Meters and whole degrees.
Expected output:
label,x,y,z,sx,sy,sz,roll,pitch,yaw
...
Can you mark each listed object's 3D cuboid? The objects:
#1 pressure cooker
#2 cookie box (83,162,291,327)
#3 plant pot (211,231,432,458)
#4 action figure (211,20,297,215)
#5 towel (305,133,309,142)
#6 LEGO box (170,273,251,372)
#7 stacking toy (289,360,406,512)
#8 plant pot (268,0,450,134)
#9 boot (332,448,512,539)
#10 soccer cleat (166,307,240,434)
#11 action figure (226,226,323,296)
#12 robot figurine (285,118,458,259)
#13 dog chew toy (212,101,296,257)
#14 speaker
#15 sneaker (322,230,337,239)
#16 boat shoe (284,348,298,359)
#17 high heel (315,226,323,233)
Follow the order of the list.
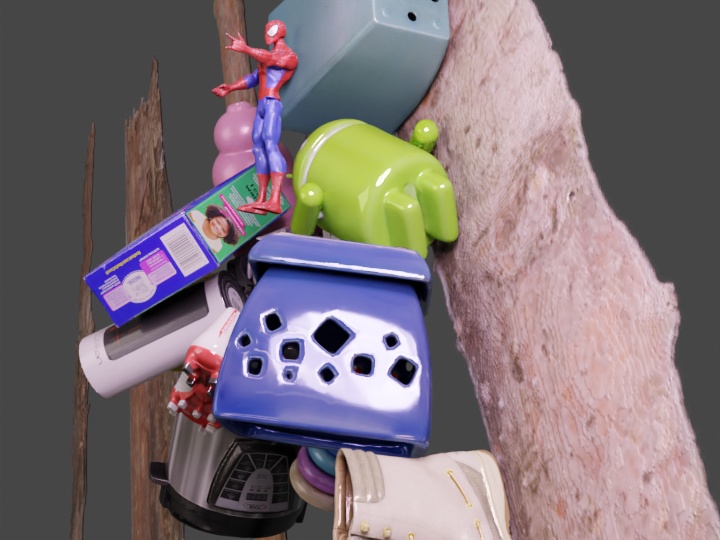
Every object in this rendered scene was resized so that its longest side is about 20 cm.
label,x,y,z,sx,sy,sz,roll,pitch,yaw
pressure cooker,-0.135,0.217,1.483,0.174,0.178,0.202,22,108,27
cookie box,-0.196,-0.034,1.481,0.170,0.076,0.200,-29,9,30
plant pot,-0.023,0.073,1.208,0.200,0.197,0.182,83,-166,-76
action figure,-0.118,-0.166,1.323,0.065,0.098,0.203,-1,80,59
towel,-0.036,-0.189,1.550,0.147,0.024,0.203,-162,70,-66
LEGO box,-0.184,0.068,1.645,0.149,0.198,0.078,-125,47,-59
stacking toy,-0.005,0.156,1.353,0.202,0.084,0.086,-66,28,26
plant pot,0.007,-0.245,1.351,0.200,0.140,0.143,-34,53,56
boot,0.056,0.241,1.069,0.072,0.153,0.202,122,147,-46
soccer cleat,-0.151,0.106,1.313,0.086,0.068,0.200,-59,-4,-28
action figure,-0.088,-0.009,1.516,0.200,0.129,0.070,-35,61,58
robot figurine,0.010,-0.081,1.279,0.199,0.175,0.117,31,145,45
dog chew toy,-0.132,-0.112,1.612,0.124,0.123,0.203,-155,50,-67
speaker,-0.229,0.077,1.496,0.198,0.081,0.082,-25,51,15
sneaker,0.000,0.000,1.404,0.080,0.073,0.203,26,114,51
boat shoe,-0.074,0.077,1.541,0.072,0.070,0.201,-110,32,-46
high heel,-0.049,-0.141,1.447,0.067,0.095,0.203,-18,81,59
